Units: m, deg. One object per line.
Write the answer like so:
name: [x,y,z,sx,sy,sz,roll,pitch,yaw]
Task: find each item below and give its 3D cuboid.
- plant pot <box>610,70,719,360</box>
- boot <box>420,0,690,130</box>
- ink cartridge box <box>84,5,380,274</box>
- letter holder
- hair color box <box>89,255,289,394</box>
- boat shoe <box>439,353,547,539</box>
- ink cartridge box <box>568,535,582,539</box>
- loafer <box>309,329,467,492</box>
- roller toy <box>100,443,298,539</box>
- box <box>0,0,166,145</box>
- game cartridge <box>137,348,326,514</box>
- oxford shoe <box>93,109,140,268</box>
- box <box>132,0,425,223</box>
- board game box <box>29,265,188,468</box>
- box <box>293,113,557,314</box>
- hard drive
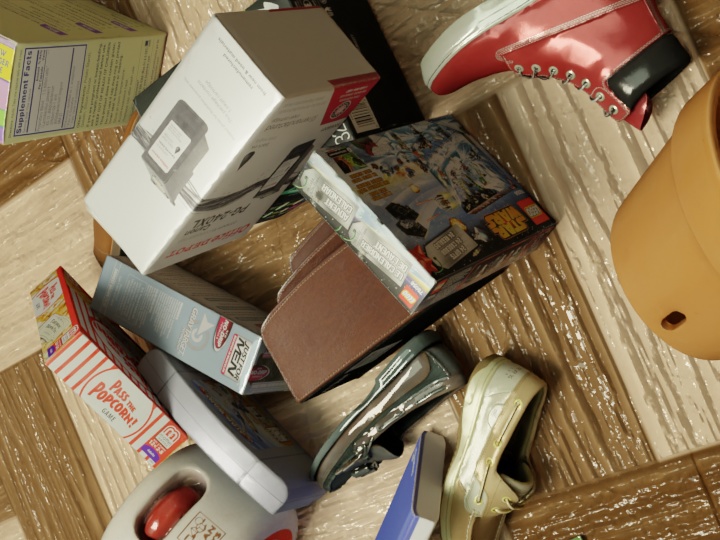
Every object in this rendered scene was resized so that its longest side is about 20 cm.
plant pot: [0.269,-0.026,0.812,0.201,0.199,0.140,57,140,9]
boot: [0.150,-0.154,0.923,0.199,0.072,0.145,-28,87,31]
ink cartridge box: [-0.100,-0.101,0.904,0.084,0.145,0.200,49,122,9]
letter holder: [0.000,0.000,1.041,0.200,0.100,0.143,-38,78,34]
hair color box: [-0.156,0.051,1.151,0.199,0.099,0.061,25,99,27]
boat shoe: [0.118,0.177,1.020,0.066,0.074,0.202,18,111,34]
ink cartridge box: [0.132,0.325,1.054,0.199,0.059,0.105,-32,83,35]
loafer: [0.023,0.144,1.076,0.063,0.072,0.201,45,119,18]
roller toy: [-0.156,0.278,1.156,0.139,0.199,0.184,35,112,21]
box: [-0.324,-0.208,1.145,0.175,0.199,0.098,27,114,25]
game cartridge: [-0.123,0.150,1.138,0.200,0.133,0.042,44,94,17]
oxford shoe: [-0.242,-0.083,1.202,0.071,0.071,0.202,33,119,29]
box: [-0.073,-0.140,1.039,0.199,0.124,0.150,-28,86,35]
board game box: [-0.251,0.091,1.152,0.046,0.200,0.152,-41,116,-3]
box: [0.057,-0.052,0.928,0.137,0.199,0.040,47,125,16]
hard drive: [0.028,0.263,1.069,0.025,0.132,0.201,20,115,-2]
